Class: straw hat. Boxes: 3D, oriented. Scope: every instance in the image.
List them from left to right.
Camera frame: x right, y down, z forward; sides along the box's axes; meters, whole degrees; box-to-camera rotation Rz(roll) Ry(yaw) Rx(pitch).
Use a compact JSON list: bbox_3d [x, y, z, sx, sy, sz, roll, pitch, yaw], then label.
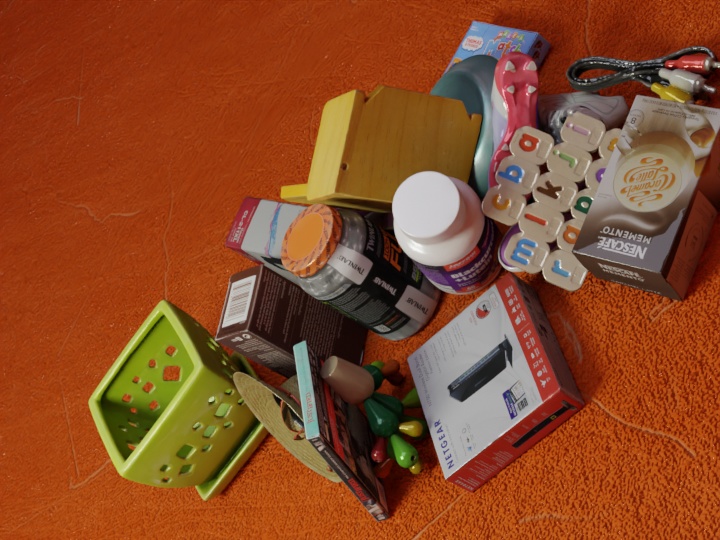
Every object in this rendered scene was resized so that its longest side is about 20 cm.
[{"bbox_3d":[-0.066,0.177,1.748,0.085,0.201,0.201,-44,32,-18],"label":"straw hat"}]

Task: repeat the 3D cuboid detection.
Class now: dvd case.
[{"bbox_3d":[-0.022,0.196,1.635,0.022,0.200,0.146,-24,45,13],"label":"dvd case"}]

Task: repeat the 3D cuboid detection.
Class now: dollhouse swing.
[{"bbox_3d":[0.015,-0.153,1.751,0.176,0.199,0.183,27,107,55],"label":"dollhouse swing"}]

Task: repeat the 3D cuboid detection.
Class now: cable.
[{"bbox_3d":[0.342,-0.242,1.611,0.199,0.050,0.097,21,77,32],"label":"cable"}]

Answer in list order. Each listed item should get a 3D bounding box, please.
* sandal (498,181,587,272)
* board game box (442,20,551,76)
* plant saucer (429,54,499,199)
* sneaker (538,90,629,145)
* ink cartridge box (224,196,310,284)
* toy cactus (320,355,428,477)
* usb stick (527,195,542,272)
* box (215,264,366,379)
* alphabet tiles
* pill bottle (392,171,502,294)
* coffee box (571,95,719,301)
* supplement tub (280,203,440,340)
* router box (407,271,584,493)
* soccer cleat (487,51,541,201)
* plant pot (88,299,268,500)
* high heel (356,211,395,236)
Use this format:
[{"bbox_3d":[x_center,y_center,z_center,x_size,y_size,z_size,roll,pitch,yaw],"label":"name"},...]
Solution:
[{"bbox_3d":[0.241,-0.079,1.612,0.202,0.050,0.083,-38,40,1],"label":"sandal"},{"bbox_3d":[0.162,-0.246,1.878,0.151,0.037,0.201,27,88,55],"label":"board game box"},{"bbox_3d":[0.133,-0.189,1.790,0.200,0.036,0.201,-14,74,56],"label":"plant saucer"},{"bbox_3d":[0.263,-0.192,1.702,0.081,0.075,0.200,-34,23,-16],"label":"sneaker"},{"bbox_3d":[-0.074,-0.031,1.906,0.200,0.146,0.083,12,75,53],"label":"ink cartridge box"},{"bbox_3d":[0.014,0.161,1.646,0.102,0.165,0.200,-39,31,25],"label":"toy cactus"},{"bbox_3d":[0.211,-0.076,1.699,0.055,0.033,0.200,-48,36,25],"label":"usb stick"},{"bbox_3d":[-0.089,0.082,1.795,0.075,0.200,0.100,-18,51,44],"label":"box"},{"bbox_3d":[0.250,-0.081,1.574,0.195,0.015,0.201,24,82,13],"label":"alphabet tiles"},{"bbox_3d":[0.104,-0.048,1.642,0.111,0.200,0.112,-5,72,17],"label":"pill bottle"},{"bbox_3d":[0.332,-0.082,1.495,0.114,0.080,0.201,15,76,36],"label":"coffee box"},{"bbox_3d":[0.000,0.000,1.748,0.122,0.200,0.123,-28,46,34],"label":"supplement tub"},{"bbox_3d":[0.155,0.131,1.597,0.179,0.049,0.200,-42,39,21],"label":"router box"},{"bbox_3d":[0.190,-0.172,1.684,0.076,0.066,0.201,-126,37,-82],"label":"soccer cleat"},{"bbox_3d":[-0.241,0.194,1.908,0.200,0.181,0.199,-52,37,8],"label":"plant pot"},{"bbox_3d":[0.007,-0.099,1.930,0.199,0.067,0.097,5,73,37],"label":"high heel"}]
